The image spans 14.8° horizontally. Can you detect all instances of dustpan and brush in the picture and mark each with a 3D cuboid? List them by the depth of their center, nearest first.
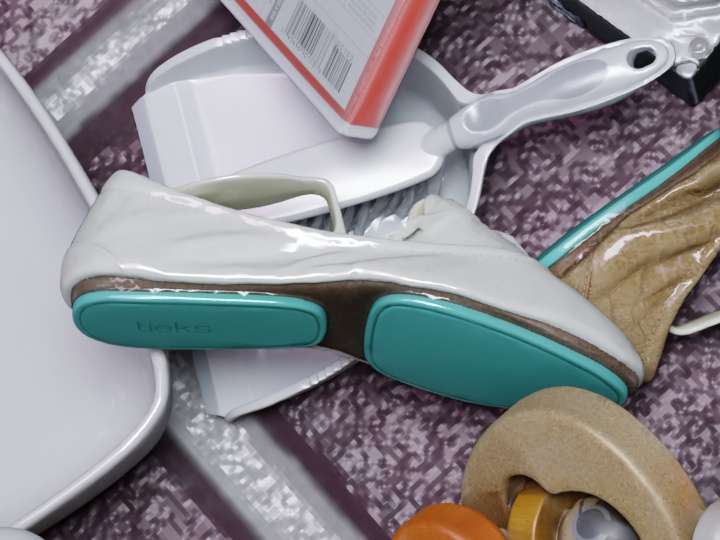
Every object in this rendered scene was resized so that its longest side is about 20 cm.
[{"bbox_3d":[0.018,-0.041,0.992,0.199,0.057,0.140,-17,72,6],"label":"dustpan and brush"}]

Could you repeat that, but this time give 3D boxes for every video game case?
[{"bbox_3d":[0.005,-0.167,0.961,0.143,0.017,0.200,50,124,42],"label":"video game case"}]

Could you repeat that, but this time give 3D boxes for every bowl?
[{"bbox_3d":[-0.175,0.027,1.006,0.200,0.075,0.200,-31,72,3],"label":"bowl"}]

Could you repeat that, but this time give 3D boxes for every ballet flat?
[{"bbox_3d":[0.000,0.000,0.938,0.199,0.069,0.070,8,76,-2],"label":"ballet flat"},{"bbox_3d":[0.149,-0.035,0.968,0.200,0.068,0.072,-43,91,-2],"label":"ballet flat"}]

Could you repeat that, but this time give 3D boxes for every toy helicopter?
[{"bbox_3d":[0.111,0.124,0.906,0.200,0.079,0.132,55,135,1],"label":"toy helicopter"}]

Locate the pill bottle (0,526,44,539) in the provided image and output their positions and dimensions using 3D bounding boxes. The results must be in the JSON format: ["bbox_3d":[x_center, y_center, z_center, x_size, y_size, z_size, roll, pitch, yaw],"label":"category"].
[{"bbox_3d":[-0.110,0.155,0.899,0.200,0.113,0.113,44,86,-9],"label":"pill bottle"}]

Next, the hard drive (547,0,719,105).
[{"bbox_3d":[0.130,-0.179,1.020,0.140,0.038,0.200,39,86,19],"label":"hard drive"}]
